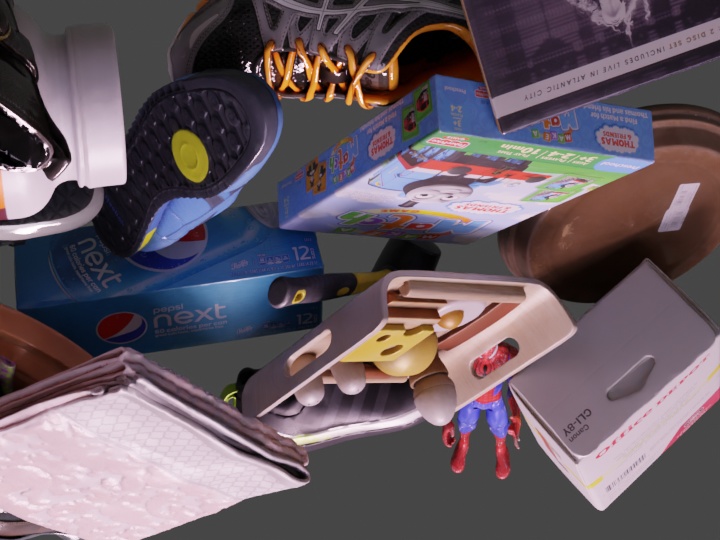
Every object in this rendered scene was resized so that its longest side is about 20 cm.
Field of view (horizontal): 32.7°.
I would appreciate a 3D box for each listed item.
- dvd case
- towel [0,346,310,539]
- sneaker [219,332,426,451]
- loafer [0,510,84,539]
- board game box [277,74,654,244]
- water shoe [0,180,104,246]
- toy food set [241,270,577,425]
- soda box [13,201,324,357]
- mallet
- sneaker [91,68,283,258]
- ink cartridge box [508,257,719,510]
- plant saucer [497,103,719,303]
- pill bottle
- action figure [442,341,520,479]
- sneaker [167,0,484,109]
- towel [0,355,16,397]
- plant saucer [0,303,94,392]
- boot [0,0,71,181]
[{"bbox_3d":[0.111,-0.187,0.613,0.147,0.016,0.203,-19,105,2],"label":"dvd case"},{"bbox_3d":[-0.158,0.125,0.792,0.189,0.033,0.200,-22,144,24],"label":"towel"},{"bbox_3d":[-0.009,0.082,0.948,0.197,0.072,0.084,-21,128,-6],"label":"sneaker"},{"bbox_3d":[-0.259,0.178,0.993,0.199,0.072,0.063,21,110,-47],"label":"loafer"},{"bbox_3d":[0.057,-0.060,0.753,0.149,0.037,0.199,4,166,-28],"label":"board game box"},{"bbox_3d":[-0.250,-0.040,0.727,0.196,0.073,0.079,-2,159,-7],"label":"water shoe"},{"bbox_3d":[0.036,0.063,0.826,0.198,0.061,0.143,3,148,-46],"label":"toy food set"},{"bbox_3d":[-0.126,0.008,0.820,0.197,0.065,0.068,-8,142,-11],"label":"soda box"},{"bbox_3d":[0.000,0.000,0.806,0.066,0.041,0.200,-59,160,8],"label":"mallet"},{"bbox_3d":[-0.089,-0.069,0.709,0.078,0.067,0.199,-28,178,-37],"label":"sneaker"},{"bbox_3d":[0.205,0.095,0.962,0.145,0.084,0.200,-42,155,-2],"label":"ink cartridge box"},{"bbox_3d":[0.199,-0.040,0.909,0.197,0.030,0.202,-10,141,-8],"label":"plant saucer"},{"bbox_3d":[-0.224,-0.080,0.636,0.197,0.114,0.114,-6,141,-13],"label":"pill bottle"},{"bbox_3d":[0.102,0.131,1.026,0.064,0.100,0.202,4,140,8],"label":"action figure"},{"bbox_3d":[-0.010,-0.127,0.687,0.197,0.078,0.079,-12,144,-2],"label":"sneaker"},{"bbox_3d":[-0.313,0.056,0.767,0.198,0.023,0.144,23,144,-4],"label":"towel"},{"bbox_3d":[-0.244,0.080,0.817,0.197,0.033,0.201,15,146,10],"label":"plant saucer"},{"bbox_3d":[-0.210,-0.136,0.521,0.069,0.176,0.199,-38,137,27],"label":"boot"}]
